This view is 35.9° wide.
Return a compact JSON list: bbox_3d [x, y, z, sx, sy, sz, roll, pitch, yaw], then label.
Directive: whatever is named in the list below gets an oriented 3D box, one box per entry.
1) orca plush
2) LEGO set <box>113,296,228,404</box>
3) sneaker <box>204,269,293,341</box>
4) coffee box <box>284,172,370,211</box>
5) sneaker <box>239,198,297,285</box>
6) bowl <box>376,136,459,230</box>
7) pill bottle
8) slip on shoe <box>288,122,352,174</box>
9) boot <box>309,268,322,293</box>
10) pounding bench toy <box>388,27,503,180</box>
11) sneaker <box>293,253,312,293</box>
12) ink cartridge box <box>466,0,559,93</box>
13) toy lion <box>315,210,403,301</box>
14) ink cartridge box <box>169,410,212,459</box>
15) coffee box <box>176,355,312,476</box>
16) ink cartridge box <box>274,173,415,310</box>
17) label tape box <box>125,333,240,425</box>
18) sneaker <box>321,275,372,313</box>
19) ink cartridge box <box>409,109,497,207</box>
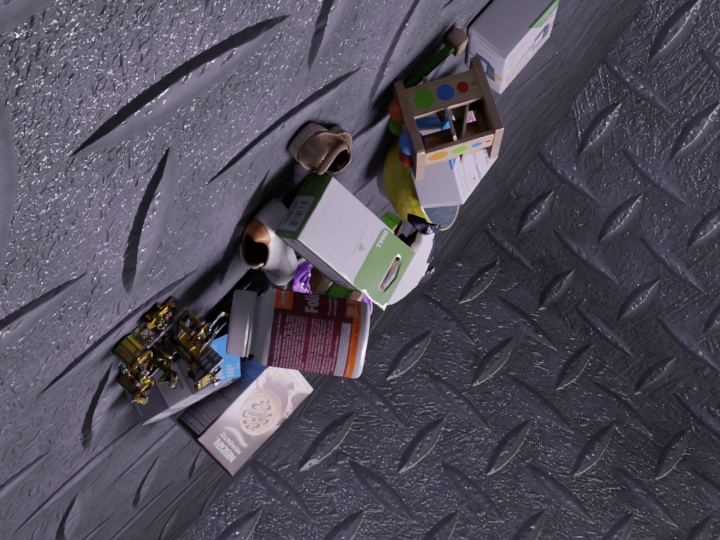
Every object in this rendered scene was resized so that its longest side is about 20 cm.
[{"bbox_3d":[0.065,-0.032,1.763,0.105,0.071,0.200,-15,148,-15],"label":"orca plush"},{"bbox_3d":[-0.262,0.134,1.574,0.154,0.116,0.200,-43,170,-31],"label":"LEGO set"},{"bbox_3d":[-0.182,0.057,1.806,0.200,0.076,0.091,-54,164,20],"label":"sneaker"},{"bbox_3d":[-0.052,-0.070,1.751,0.080,0.113,0.200,-47,170,-12],"label":"coffee box"},{"bbox_3d":[-0.145,-0.026,1.645,0.085,0.073,0.200,-42,158,-22],"label":"sneaker"},{"bbox_3d":[0.093,-0.166,1.990,0.107,0.201,0.200,-5,-165,29],"label":"bowl"},{"bbox_3d":[-0.092,0.088,1.624,0.114,0.199,0.115,-172,-90,-85],"label":"pill bottle"},{"bbox_3d":[-0.042,-0.163,1.561,0.076,0.061,0.200,-49,171,6],"label":"slip on shoe"},{"bbox_3d":[-0.016,-0.015,2.064,0.201,0.144,0.071,-45,172,-24],"label":"boot"},{"bbox_3d":[0.115,-0.266,1.737,0.155,0.201,0.124,-16,166,-3],"label":"pounding bench toy"},{"bbox_3d":[-0.108,0.028,1.948,0.081,0.083,0.200,-42,169,-35],"label":"sneaker"},{"bbox_3d":[0.259,-0.408,1.909,0.145,0.087,0.200,-49,173,-4],"label":"ink cartridge box"},{"bbox_3d":[0.000,0.000,1.767,0.192,0.068,0.200,-54,174,-24],"label":"toy lion"},{"bbox_3d":[-0.233,0.221,2.006,0.200,0.145,0.084,-43,169,-32],"label":"ink cartridge box"},{"bbox_3d":[-0.192,0.226,1.862,0.200,0.080,0.113,-46,130,-14],"label":"coffee box"},{"bbox_3d":[-0.020,-0.040,1.603,0.059,0.200,0.104,11,-113,51],"label":"ink cartridge box"},{"bbox_3d":[-0.250,0.164,1.749,0.199,0.066,0.143,-28,174,8],"label":"label tape box"},{"bbox_3d":[-0.034,0.009,1.947,0.080,0.201,0.083,-27,-157,-6],"label":"sneaker"},{"bbox_3d":[0.157,-0.218,1.915,0.084,0.145,0.200,-4,-153,27],"label":"ink cartridge box"}]
